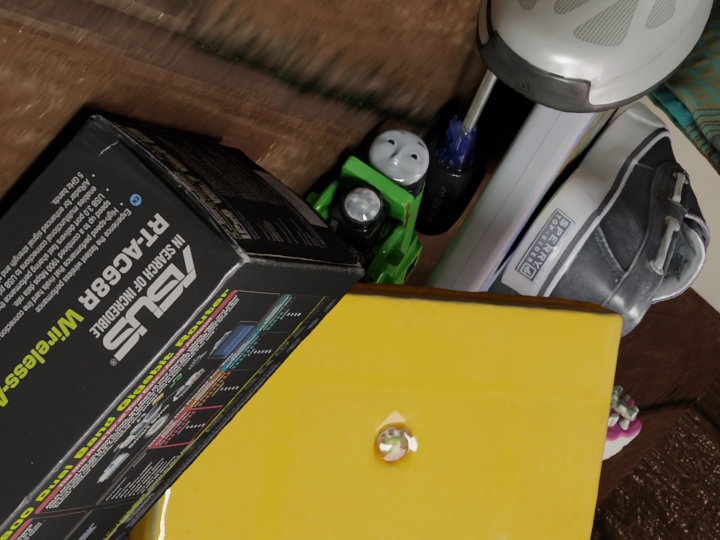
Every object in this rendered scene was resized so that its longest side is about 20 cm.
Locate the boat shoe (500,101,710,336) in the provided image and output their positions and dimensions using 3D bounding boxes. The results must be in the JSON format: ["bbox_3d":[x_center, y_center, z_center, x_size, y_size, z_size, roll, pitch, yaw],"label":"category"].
[{"bbox_3d":[0.114,-0.017,1.258,0.072,0.068,0.200,-56,176,17],"label":"boat shoe"}]

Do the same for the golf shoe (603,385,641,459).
[{"bbox_3d":[0.045,0.084,1.315,0.200,0.075,0.092,1,134,-52],"label":"golf shoe"}]

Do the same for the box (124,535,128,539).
[{"bbox_3d":[-0.073,0.182,1.141,0.200,0.184,0.105,-44,166,-14],"label":"box"}]

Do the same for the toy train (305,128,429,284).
[{"bbox_3d":[0.000,0.000,1.157,0.056,0.042,0.200,-53,172,-20],"label":"toy train"}]

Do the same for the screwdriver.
[{"bbox_3d":[0.041,-0.065,1.126,0.028,0.029,0.200,-41,165,-23],"label":"screwdriver"}]

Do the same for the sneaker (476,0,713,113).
[{"bbox_3d":[0.108,-0.147,0.993,0.201,0.076,0.116,-49,164,-34],"label":"sneaker"}]

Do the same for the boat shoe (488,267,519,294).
[{"bbox_3d":[0.070,0.020,1.419,0.202,0.074,0.065,-58,162,19],"label":"boat shoe"}]

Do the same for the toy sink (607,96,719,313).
[{"bbox_3d":[0.218,-0.090,1.431,0.200,0.130,0.112,-53,168,26],"label":"toy sink"}]

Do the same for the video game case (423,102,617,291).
[{"bbox_3d":[0.093,-0.071,1.206,0.182,0.022,0.200,-52,176,-36],"label":"video game case"}]

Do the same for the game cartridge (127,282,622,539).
[{"bbox_3d":[-0.002,0.104,1.040,0.176,0.032,0.201,5,99,-29],"label":"game cartridge"}]

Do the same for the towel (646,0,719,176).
[{"bbox_3d":[0.158,-0.098,1.030,0.146,0.022,0.200,-27,-149,-1],"label":"towel"}]

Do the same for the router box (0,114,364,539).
[{"bbox_3d":[-0.099,0.049,0.877,0.200,0.062,0.150,-48,170,7],"label":"router box"}]
